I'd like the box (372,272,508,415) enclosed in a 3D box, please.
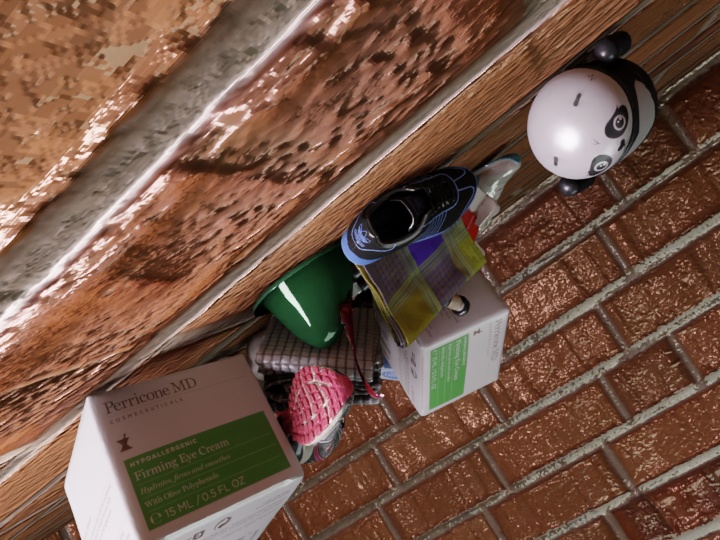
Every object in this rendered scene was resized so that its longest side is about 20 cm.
[{"bbox_3d":[0.133,0.098,1.046,0.167,0.201,0.202,-22,137,-15],"label":"box"}]

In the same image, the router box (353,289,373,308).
[{"bbox_3d":[-0.016,0.136,1.233,0.150,0.050,0.204,-85,-159,-74],"label":"router box"}]

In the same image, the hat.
[{"bbox_3d":[-0.029,0.080,0.746,0.165,0.178,0.199,-40,172,32],"label":"hat"}]

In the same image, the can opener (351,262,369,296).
[{"bbox_3d":[0.000,0.000,0.980,0.197,0.053,0.067,-35,-152,6],"label":"can opener"}]

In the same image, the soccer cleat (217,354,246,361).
[{"bbox_3d":[-0.229,0.182,1.004,0.076,0.071,0.200,-23,168,-6],"label":"soccer cleat"}]

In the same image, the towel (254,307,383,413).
[{"bbox_3d":[-0.051,0.119,0.818,0.160,0.088,0.201,3,-162,-1],"label":"towel"}]

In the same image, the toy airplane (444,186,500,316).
[{"bbox_3d":[0.122,-0.047,0.889,0.139,0.204,0.198,21,-135,39],"label":"toy airplane"}]

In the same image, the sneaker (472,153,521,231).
[{"bbox_3d":[0.194,-0.115,0.969,0.076,0.082,0.200,-25,167,-46],"label":"sneaker"}]

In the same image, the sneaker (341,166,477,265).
[{"bbox_3d":[0.070,-0.071,0.672,0.198,0.071,0.078,-33,179,-24],"label":"sneaker"}]

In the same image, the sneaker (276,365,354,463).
[{"bbox_3d":[-0.047,0.169,0.691,0.073,0.083,0.201,-2,149,-24],"label":"sneaker"}]

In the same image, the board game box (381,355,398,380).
[{"bbox_3d":[0.117,0.132,1.208,0.193,0.044,0.203,2,-132,19],"label":"board game box"}]

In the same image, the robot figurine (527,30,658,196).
[{"bbox_3d":[0.281,-0.183,0.704,0.123,0.154,0.198,-22,-175,45],"label":"robot figurine"}]

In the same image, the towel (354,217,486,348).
[{"bbox_3d":[0.080,-0.013,0.755,0.199,0.146,0.023,-39,-161,-32],"label":"towel"}]

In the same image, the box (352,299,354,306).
[{"bbox_3d":[-0.071,0.154,1.156,0.200,0.046,0.197,-100,-146,-82],"label":"box"}]

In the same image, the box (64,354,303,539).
[{"bbox_3d":[-0.208,0.241,0.681,0.196,0.173,0.202,-10,144,-42],"label":"box"}]

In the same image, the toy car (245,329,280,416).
[{"bbox_3d":[-0.098,0.187,0.973,0.169,0.206,0.151,-7,-157,-3],"label":"toy car"}]
